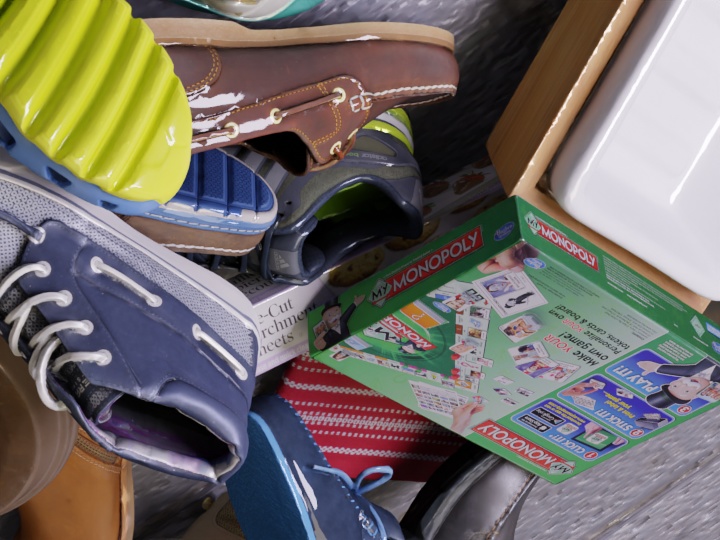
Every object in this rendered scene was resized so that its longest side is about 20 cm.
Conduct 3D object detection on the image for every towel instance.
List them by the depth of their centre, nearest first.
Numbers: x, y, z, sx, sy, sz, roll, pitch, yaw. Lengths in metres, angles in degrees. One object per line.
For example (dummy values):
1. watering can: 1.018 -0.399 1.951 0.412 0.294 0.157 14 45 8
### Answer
1. towel: 0.029 0.041 1.179 0.144 0.023 0.200 6 125 -29

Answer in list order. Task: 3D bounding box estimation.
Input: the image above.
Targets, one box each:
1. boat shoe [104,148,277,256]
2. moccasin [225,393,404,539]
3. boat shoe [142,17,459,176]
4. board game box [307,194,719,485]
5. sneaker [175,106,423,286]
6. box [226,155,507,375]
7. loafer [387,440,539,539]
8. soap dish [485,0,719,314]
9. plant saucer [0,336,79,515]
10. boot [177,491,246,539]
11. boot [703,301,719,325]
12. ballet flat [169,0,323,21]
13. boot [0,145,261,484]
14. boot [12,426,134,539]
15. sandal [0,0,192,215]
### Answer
1. boat shoe: -0.140 -0.031 0.983 0.199 0.072 0.073 12 118 -5
2. moccasin: -0.012 0.147 1.126 0.068 0.080 0.201 -34 114 -29
3. boat shoe: -0.036 -0.077 0.987 0.199 0.071 0.070 -6 170 -34
4. board game box: 0.089 0.041 1.066 0.134 0.029 0.200 -29 140 31
5. sneaker: -0.060 -0.028 1.035 0.199 0.081 0.074 -19 134 -6
6. box: 0.000 0.000 1.076 0.199 0.039 0.042 -25 118 -17
7. loafer: 0.058 0.151 1.196 0.200 0.073 0.072 -43 91 0
8. soap dish: 0.162 -0.097 1.047 0.157 0.081 0.200 28 94 -40
9. plant saucer: -0.234 0.062 1.014 0.199 0.030 0.201 5 134 5
10. boot: -0.125 0.189 1.188 0.155 0.199 0.073 -47 123 -40
11. boot: 0.165 0.013 1.167 0.199 0.075 0.097 -11 138 -35
12. ballet flat: -0.078 -0.144 0.933 0.199 0.070 0.067 15 114 -35
13. boot: -0.129 0.017 0.918 0.199 0.091 0.073 26 124 -20
14. boot: -0.176 0.093 1.093 0.155 0.077 0.200 25 121 -34
15. sandal: -0.157 -0.094 0.899 0.080 0.200 0.087 -51 -178 -29
